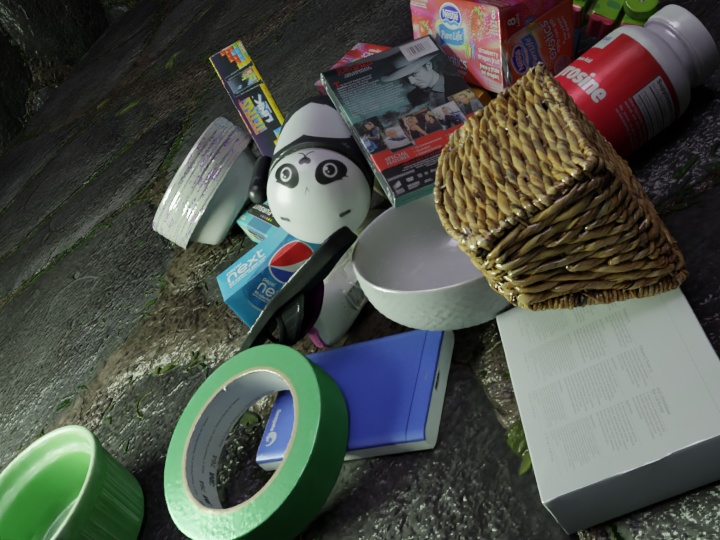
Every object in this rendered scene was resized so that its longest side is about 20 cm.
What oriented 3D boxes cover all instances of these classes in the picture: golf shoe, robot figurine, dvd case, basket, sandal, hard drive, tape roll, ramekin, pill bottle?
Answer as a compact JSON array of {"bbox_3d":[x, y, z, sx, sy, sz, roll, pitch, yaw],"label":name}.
[{"bbox_3d":[0.000,0.000,0.899,0.091,0.075,0.201,-7,46,36],"label":"golf shoe"},{"bbox_3d":[-0.042,-0.124,0.917,0.150,0.124,0.201,-46,25,38],"label":"robot figurine"},{"bbox_3d":[0.059,-0.170,0.866,0.145,0.022,0.201,-23,61,-11],"label":"dvd case"},{"bbox_3d":[0.158,-0.049,0.667,0.142,0.149,0.201,-38,28,22],"label":"basket"},{"bbox_3d":[-0.063,0.037,0.812,0.201,0.048,0.075,-48,-5,35],"label":"sandal"},{"bbox_3d":[-0.006,0.128,0.790,0.199,0.025,0.133,-16,39,32],"label":"hard drive"},{"bbox_3d":[-0.105,0.172,0.771,0.199,0.048,0.202,-24,45,26],"label":"tape roll"},{"bbox_3d":[-0.335,0.283,0.868,0.199,0.098,0.201,-26,35,20],"label":"ramekin"},{"bbox_3d":[0.259,-0.175,0.809,0.199,0.112,0.112,-38,32,2],"label":"pill bottle"}]

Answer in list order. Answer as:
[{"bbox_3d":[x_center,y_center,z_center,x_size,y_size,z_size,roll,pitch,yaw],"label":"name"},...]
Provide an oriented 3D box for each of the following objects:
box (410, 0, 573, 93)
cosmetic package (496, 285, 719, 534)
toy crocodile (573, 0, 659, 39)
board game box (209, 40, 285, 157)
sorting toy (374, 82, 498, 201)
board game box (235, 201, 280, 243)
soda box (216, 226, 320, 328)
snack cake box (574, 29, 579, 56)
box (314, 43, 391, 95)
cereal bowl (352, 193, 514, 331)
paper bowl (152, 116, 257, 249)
[{"bbox_3d":[0.148,-0.279,0.912,0.099,0.096,0.200,-20,30,-17],"label":"box"},{"bbox_3d":[0.198,0.083,0.613,0.150,0.052,0.201,-29,34,19],"label":"cosmetic package"},{"bbox_3d":[0.284,-0.303,0.932,0.199,0.068,0.062,26,71,18],"label":"toy crocodile"},{"bbox_3d":[-0.150,-0.238,1.181,0.056,0.166,0.200,-28,3,0],"label":"board game box"},{"bbox_3d":[0.082,-0.165,0.944,0.186,0.036,0.200,-51,37,3],"label":"sorting toy"},{"bbox_3d":[-0.070,-0.112,1.128,0.200,0.047,0.151,-47,33,-12],"label":"board game box"},{"bbox_3d":[-0.085,-0.017,1.013,0.199,0.064,0.068,-39,32,3],"label":"soda box"},{"bbox_3d":[0.204,-0.256,1.006,0.114,0.067,0.201,-14,41,36],"label":"snack cake box"},{"bbox_3d":[0.030,-0.254,1.139,0.100,0.096,0.200,-44,32,-8],"label":"box"},{"bbox_3d":[0.096,-0.007,0.775,0.198,0.084,0.201,-14,31,9],"label":"cereal bowl"},{"bbox_3d":[-0.221,-0.122,1.197,0.202,0.104,0.201,-56,7,10],"label":"paper bowl"}]
